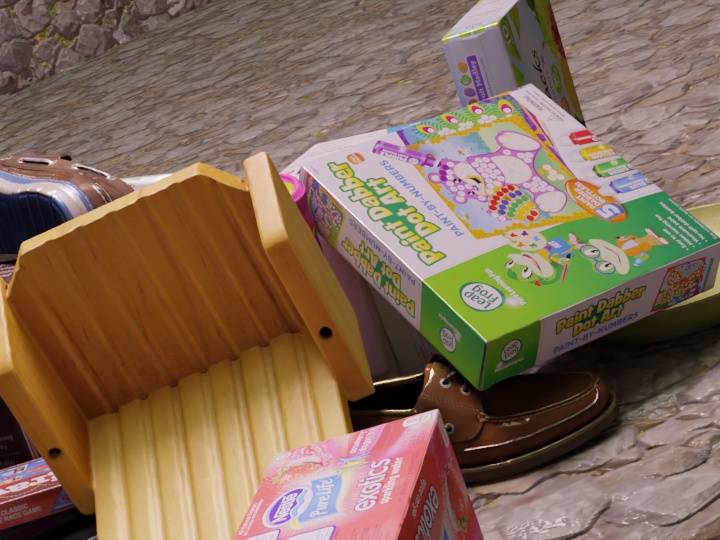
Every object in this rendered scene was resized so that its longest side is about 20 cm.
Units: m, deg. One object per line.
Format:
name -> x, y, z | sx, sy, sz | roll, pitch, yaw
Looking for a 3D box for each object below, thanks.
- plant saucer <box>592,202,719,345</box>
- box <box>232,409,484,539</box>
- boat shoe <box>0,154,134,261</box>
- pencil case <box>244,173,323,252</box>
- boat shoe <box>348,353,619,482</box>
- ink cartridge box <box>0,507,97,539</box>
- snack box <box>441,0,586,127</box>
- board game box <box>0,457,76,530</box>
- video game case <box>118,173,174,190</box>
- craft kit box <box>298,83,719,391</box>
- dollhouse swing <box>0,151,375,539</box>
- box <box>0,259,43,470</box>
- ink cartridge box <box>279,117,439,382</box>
plant saucer -> 0.216, 0.005, 1.357 | 0.198, 0.031, 0.200 | -19, 15, 5
box -> -0.004, 0.161, 0.989 | 0.102, 0.095, 0.200 | -16, 16, 14
boat shoe -> -0.230, -0.047, 1.417 | 0.072, 0.073, 0.199 | -24, 26, -35
pencil case -> -0.055, 0.041, 1.282 | 0.087, 0.202, 0.089 | -10, 20, 4
boat shoe -> 0.055, 0.088, 1.208 | 0.198, 0.069, 0.072 | -16, 14, 11
ink cartridge box -> -0.167, 0.169, 1.280 | 0.198, 0.037, 0.095 | -21, 15, -10
snack box -> 0.130, -0.108, 1.522 | 0.053, 0.202, 0.142 | -12, 18, 25
board game box -> -0.232, 0.147, 1.284 | 0.198, 0.020, 0.103 | -16, 10, -14
video game case -> -0.191, -0.019, 1.581 | 0.180, 0.022, 0.200 | -5, -25, 17
craft kit box -> 0.093, -0.028, 1.267 | 0.196, 0.049, 0.200 | -24, 48, -28
dollhouse swing -> -0.107, 0.075, 1.151 | 0.198, 0.183, 0.176 | -23, 30, 11
box -> -0.252, 0.075, 1.451 | 0.165, 0.166, 0.200 | -10, 18, 32
ink cartridge box -> 0.000, 0.000, 1.422 | 0.146, 0.147, 0.200 | -10, 20, 34
